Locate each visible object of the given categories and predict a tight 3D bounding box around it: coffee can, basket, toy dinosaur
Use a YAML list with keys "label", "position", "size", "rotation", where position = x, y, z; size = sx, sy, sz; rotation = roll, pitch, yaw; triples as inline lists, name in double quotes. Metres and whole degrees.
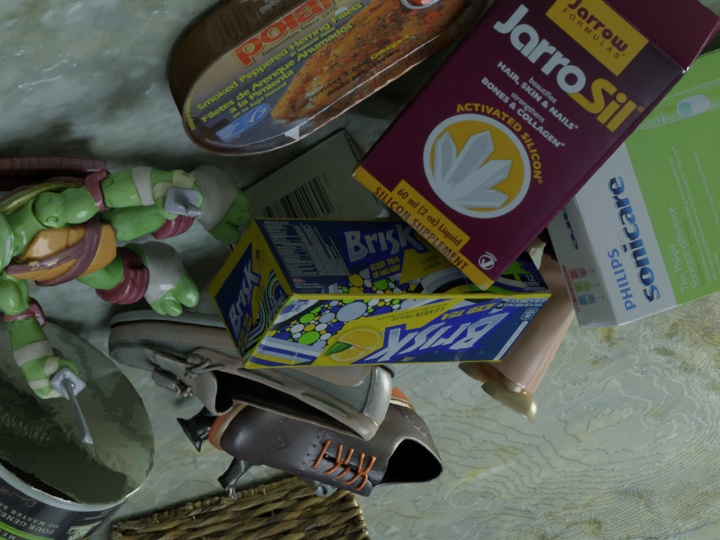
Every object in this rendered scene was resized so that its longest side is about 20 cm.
- label: "coffee can"
  position: [-0.245, 0.146, 1.503]
  size: [0.146, 0.147, 0.200]
  rotation: [7, 137, -42]
- label: "basket"
  position: [-0.087, 0.263, 1.802]
  size: [0.200, 0.143, 0.149]
  rotation: [-14, 147, -18]
- label: "toy dinosaur"
  position: [-0.073, 0.098, 1.647]
  size: [0.102, 0.077, 0.200]
  rotation: [-34, 145, -8]

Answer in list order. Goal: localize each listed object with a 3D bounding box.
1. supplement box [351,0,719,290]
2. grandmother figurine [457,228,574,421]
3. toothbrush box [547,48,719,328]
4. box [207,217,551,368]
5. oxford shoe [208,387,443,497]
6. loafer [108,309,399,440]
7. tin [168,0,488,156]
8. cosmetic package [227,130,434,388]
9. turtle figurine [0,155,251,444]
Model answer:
- label: "supplement box"
  position: [0.102, -0.101, 1.380]
  size: [0.200, 0.110, 0.086]
  rotation: [-49, -179, 34]
- label: "grandmother figurine"
  position: [0.143, -0.003, 1.590]
  size: [0.061, 0.121, 0.200]
  rotation: [27, 99, -41]
- label: "toothbrush box"
  position: [0.219, -0.062, 1.500]
  size: [0.200, 0.146, 0.086]
  rotation: [-19, -179, -13]
- label: "box"
  position: [0.014, 0.013, 1.424]
  size: [0.200, 0.064, 0.070]
  rotation: [1, 139, -36]
- label: "oxford shoe"
  position: [-0.017, 0.113, 1.584]
  size: [0.200, 0.073, 0.071]
  rotation: [3, 124, -48]
- label: "loafer"
  position: [-0.075, 0.066, 1.488]
  size: [0.200, 0.063, 0.072]
  rotation: [5, 162, 21]
- label: "tin"
  position: [-0.019, -0.138, 1.335]
  size: [0.200, 0.042, 0.112]
  rotation: [-32, 153, 10]
- label: "cosmetic package"
  position: [0.000, 0.000, 1.526]
  size: [0.103, 0.073, 0.200]
  rotation: [-31, 150, 9]
- label: "turtle figurine"
  position: [-0.132, 0.008, 1.346]
  size: [0.194, 0.200, 0.144]
  rotation: [-12, 110, -59]
